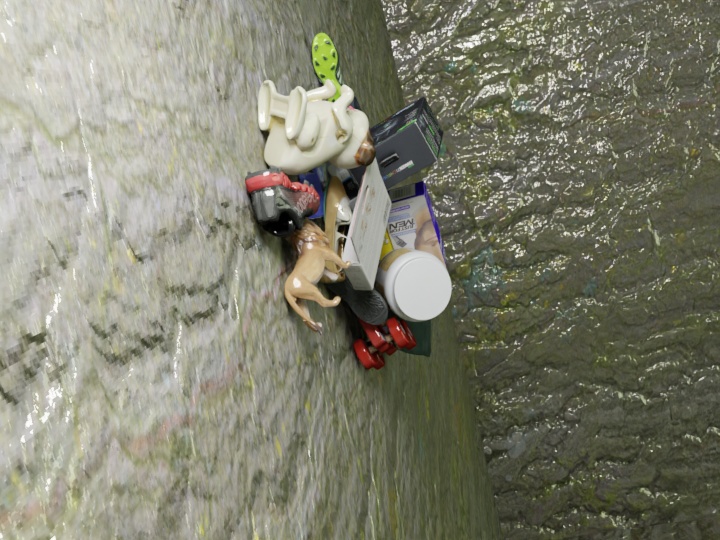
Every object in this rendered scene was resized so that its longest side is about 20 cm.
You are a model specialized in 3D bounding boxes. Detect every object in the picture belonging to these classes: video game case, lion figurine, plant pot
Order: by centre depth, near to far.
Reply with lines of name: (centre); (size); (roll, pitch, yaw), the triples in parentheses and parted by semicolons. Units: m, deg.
lion figurine: (-0.087, 0.003, 1.203); (0.121, 0.072, 0.203); (35, 39, -20)
video game case: (-0.087, -0.218, 1.471); (0.181, 0.044, 0.206); (-43, 120, -75)
plant pot: (0.105, 0.109, 1.779); (0.200, 0.130, 0.207); (-1, 90, -87)

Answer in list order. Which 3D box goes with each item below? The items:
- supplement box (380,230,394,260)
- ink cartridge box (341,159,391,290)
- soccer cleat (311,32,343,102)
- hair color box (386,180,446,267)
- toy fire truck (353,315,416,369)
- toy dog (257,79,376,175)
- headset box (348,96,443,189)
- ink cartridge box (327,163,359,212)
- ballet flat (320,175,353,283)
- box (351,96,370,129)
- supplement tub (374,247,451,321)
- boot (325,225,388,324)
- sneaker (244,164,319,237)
supplement box: (0.031, -0.045, 1.696); (0.110, 0.106, 0.204); (-81, 155, -59)
ink cartridge box: (0.004, -0.096, 1.346); (0.177, 0.043, 0.204); (65, 33, -54)
soccer cleat: (-0.076, -0.475, 1.750); (0.081, 0.066, 0.204); (-116, -174, -60)
hair color box: (0.121, -0.091, 1.647); (0.066, 0.106, 0.203); (-85, 158, -52)
toy fire truck: (0.032, 0.116, 1.590); (0.171, 0.111, 0.200); (61, 8, 14)
toy dog: (-0.060, -0.228, 1.240); (0.196, 0.138, 0.200); (-3, 100, -39)
headset box: (0.074, -0.252, 1.502); (0.094, 0.171, 0.201); (55, 25, -19)
ink cartridge box: (-0.004, -0.142, 1.509); (0.101, 0.039, 0.200); (60, 3, 26)
ballet flat: (-0.040, -0.076, 1.378); (0.068, 0.061, 0.206); (6, 90, -67)
box: (0.000, -0.272, 1.672); (0.201, 0.050, 0.161); (57, 27, -51)
supplement tub: (0.111, 0.029, 1.545); (0.200, 0.141, 0.149); (-149, -135, -80)
boot: (-0.001, -0.001, 1.515); (0.165, 0.065, 0.202); (44, 24, -20)
sneaker: (-0.118, -0.098, 1.158); (0.200, 0.069, 0.101); (12, 67, -70)
